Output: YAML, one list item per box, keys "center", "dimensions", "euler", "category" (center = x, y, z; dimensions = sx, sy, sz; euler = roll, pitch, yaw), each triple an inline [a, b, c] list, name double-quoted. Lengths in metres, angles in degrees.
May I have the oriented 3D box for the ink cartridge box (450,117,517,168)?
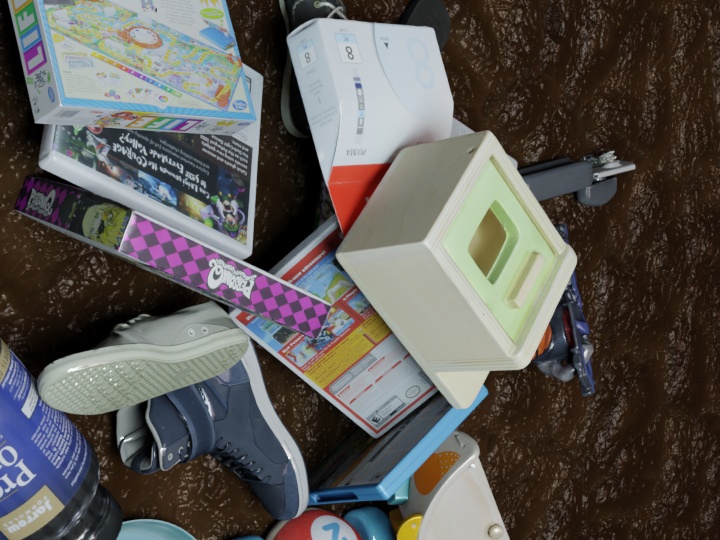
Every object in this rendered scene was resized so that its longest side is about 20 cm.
- center: [0.071, -0.073, 1.116]
  dimensions: [0.199, 0.057, 0.164]
  euler: [26, 58, -33]
  category: "ink cartridge box"

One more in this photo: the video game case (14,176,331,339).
- center: [-0.148, -0.011, 0.923]
  dimensions: [0.199, 0.180, 0.036]
  euler: [27, 84, -41]
  category: "video game case"

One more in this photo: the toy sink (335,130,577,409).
- center: [0.097, 0.006, 0.972]
  dimensions: [0.201, 0.111, 0.131]
  euler: [53, 53, -27]
  category: "toy sink"

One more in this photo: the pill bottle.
- center: [-0.270, 0.145, 0.892]
  dimensions: [0.112, 0.111, 0.201]
  euler: [-47, 124, -24]
  category: "pill bottle"

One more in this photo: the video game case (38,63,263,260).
- center: [-0.161, -0.124, 0.945]
  dimensions: [0.199, 0.023, 0.184]
  euler: [28, 53, -41]
  category: "video game case"

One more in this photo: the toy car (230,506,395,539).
- center: [-0.008, 0.332, 1.099]
  dimensions: [0.183, 0.199, 0.179]
  euler: [-4, 101, -41]
  category: "toy car"

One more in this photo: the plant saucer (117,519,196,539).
- center: [-0.215, 0.314, 1.030]
  dimensions: [0.199, 0.027, 0.203]
  euler: [-9, 104, -40]
  category: "plant saucer"

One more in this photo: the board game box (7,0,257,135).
- center: [-0.175, -0.178, 0.906]
  dimensions: [0.199, 0.034, 0.136]
  euler: [-3, 76, -51]
  category: "board game box"

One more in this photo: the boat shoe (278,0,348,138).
- center: [-0.031, -0.221, 1.061]
  dimensions: [0.071, 0.067, 0.203]
  euler: [-8, 101, -40]
  category: "boat shoe"

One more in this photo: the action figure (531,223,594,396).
- center: [0.192, 0.043, 1.313]
  dimensions: [0.193, 0.104, 0.202]
  euler: [25, 55, -48]
  category: "action figure"

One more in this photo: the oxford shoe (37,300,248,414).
- center: [-0.175, 0.065, 0.927]
  dimensions: [0.199, 0.058, 0.075]
  euler: [-13, 150, -49]
  category: "oxford shoe"

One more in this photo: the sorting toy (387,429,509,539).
- center: [0.070, 0.239, 1.168]
  dimensions: [0.106, 0.180, 0.201]
  euler: [-27, 116, -9]
  category: "sorting toy"

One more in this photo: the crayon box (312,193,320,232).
- center: [0.039, -0.004, 1.168]
  dimensions: [0.199, 0.058, 0.120]
  euler: [6, 94, -41]
  category: "crayon box"

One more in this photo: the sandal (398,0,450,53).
- center: [0.042, -0.183, 1.145]
  dimensions: [0.075, 0.045, 0.201]
  euler: [37, 74, -41]
  category: "sandal"

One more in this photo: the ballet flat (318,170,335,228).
- center: [0.000, 0.000, 1.059]
  dimensions: [0.072, 0.072, 0.201]
  euler: [-46, 120, -25]
  category: "ballet flat"

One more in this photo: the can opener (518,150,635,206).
- center: [0.239, -0.098, 1.328]
  dimensions: [0.199, 0.052, 0.067]
  euler: [-11, 106, -39]
  category: "can opener"

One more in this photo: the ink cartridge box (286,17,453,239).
- center: [0.028, -0.114, 1.011]
  dimensions: [0.159, 0.047, 0.202]
  euler: [-9, 80, -50]
  category: "ink cartridge box"

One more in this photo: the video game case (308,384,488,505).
- center: [0.023, 0.166, 1.101]
  dimensions: [0.143, 0.200, 0.018]
  euler: [-42, 98, -27]
  category: "video game case"

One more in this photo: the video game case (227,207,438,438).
- center: [0.000, 0.052, 1.044]
  dimensions: [0.143, 0.018, 0.200]
  euler: [-40, 118, 16]
  category: "video game case"

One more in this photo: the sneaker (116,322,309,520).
- center: [-0.132, 0.163, 1.029]
  dimensions: [0.146, 0.076, 0.204]
  euler: [-38, 112, -42]
  category: "sneaker"
